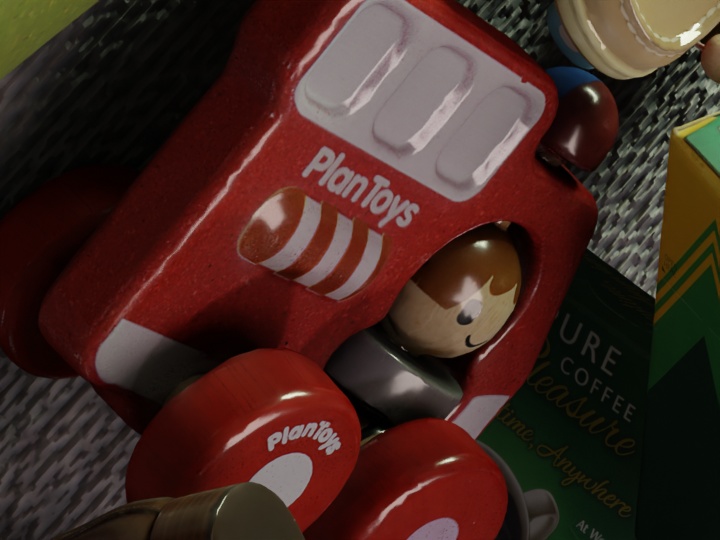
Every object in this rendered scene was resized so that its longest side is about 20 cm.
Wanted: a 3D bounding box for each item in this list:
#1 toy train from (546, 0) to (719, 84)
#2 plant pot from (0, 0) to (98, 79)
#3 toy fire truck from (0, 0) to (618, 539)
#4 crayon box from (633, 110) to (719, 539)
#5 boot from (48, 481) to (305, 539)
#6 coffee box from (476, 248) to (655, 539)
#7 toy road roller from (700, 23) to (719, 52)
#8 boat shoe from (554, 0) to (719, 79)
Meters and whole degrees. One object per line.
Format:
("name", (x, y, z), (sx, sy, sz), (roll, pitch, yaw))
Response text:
("toy train", (0.106, -0.153, 0.886), (0.200, 0.056, 0.150), (-40, 100, -18))
("plant pot", (-0.101, -0.115, 0.624), (0.190, 0.200, 0.200), (-34, 139, -29))
("toy fire truck", (0.000, 0.000, 0.871), (0.168, 0.112, 0.200), (-50, 145, 11))
("crayon box", (0.183, 0.003, 0.905), (0.200, 0.058, 0.173), (-22, 137, -21))
("boot", (-0.079, 0.155, 0.825), (0.064, 0.200, 0.187), (-21, 95, -55))
("coffee box", (0.061, 0.099, 1.025), (0.044, 0.123, 0.200), (-3, 120, -43))
("toy road roller", (0.194, -0.121, 0.956), (0.200, 0.146, 0.123), (-32, 142, -8))
("boat shoe", (0.121, -0.137, 0.816), (0.200, 0.065, 0.072), (-56, 130, -17))
